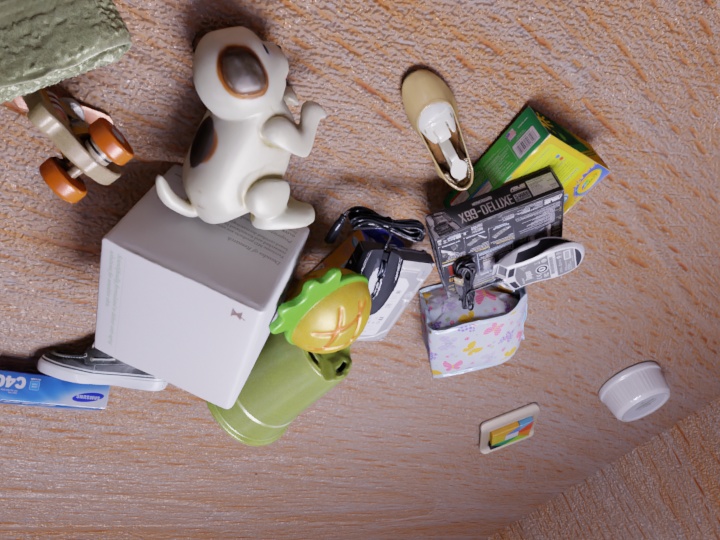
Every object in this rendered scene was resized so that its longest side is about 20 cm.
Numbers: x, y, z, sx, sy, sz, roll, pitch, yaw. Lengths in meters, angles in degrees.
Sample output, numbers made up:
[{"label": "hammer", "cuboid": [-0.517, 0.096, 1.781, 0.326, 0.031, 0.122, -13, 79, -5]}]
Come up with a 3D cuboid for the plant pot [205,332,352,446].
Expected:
[{"label": "plant pot", "cuboid": [-0.118, 0.148, 0.931, 0.189, 0.203, 0.198, -32, 142, 31]}]

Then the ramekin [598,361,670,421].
[{"label": "ramekin", "cuboid": [0.821, 0.367, 1.749, 0.198, 0.095, 0.204, -13, 140, -11]}]

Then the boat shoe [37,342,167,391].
[{"label": "boat shoe", "cuboid": [-0.397, 0.138, 0.922, 0.196, 0.072, 0.073, 8, 91, -10]}]

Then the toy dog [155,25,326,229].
[{"label": "toy dog", "cuboid": [-0.136, -0.164, 0.653, 0.190, 0.140, 0.203, -8, 128, -24]}]

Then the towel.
[{"label": "towel", "cuboid": [-0.312, -0.220, 0.503, 0.197, 0.151, 0.036, -23, -175, -5]}]

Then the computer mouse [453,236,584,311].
[{"label": "computer mouse", "cuboid": [0.234, -0.006, 0.885, 0.196, 0.044, 0.110, -19, 140, 10]}]

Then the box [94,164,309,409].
[{"label": "box", "cuboid": [-0.199, 0.022, 0.743, 0.197, 0.173, 0.201, 24, 130, -4]}]

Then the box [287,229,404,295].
[{"label": "box", "cuboid": [-0.013, 0.012, 0.982, 0.199, 0.042, 0.118, -39, 138, 23]}]

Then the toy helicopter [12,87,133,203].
[{"label": "toy helicopter", "cuboid": [-0.313, -0.171, 0.583, 0.078, 0.132, 0.201, -37, 117, 1]}]

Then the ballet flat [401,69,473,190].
[{"label": "ballet flat", "cuboid": [0.115, -0.184, 0.798, 0.068, 0.064, 0.200, -30, 141, 10]}]

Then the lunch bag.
[{"label": "lunch bag", "cuboid": [0.218, 0.102, 1.132, 0.196, 0.129, 0.171, -11, 139, 2]}]

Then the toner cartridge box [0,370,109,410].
[{"label": "toner cartridge box", "cuboid": [-0.506, 0.187, 0.912, 0.198, 0.044, 0.094, 17, 158, -38]}]

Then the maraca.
[{"label": "maraca", "cuboid": [-0.050, 0.050, 0.781, 0.137, 0.107, 0.200, -44, 161, 4]}]

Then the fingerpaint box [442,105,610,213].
[{"label": "fingerpaint box", "cuboid": [0.255, -0.131, 0.917, 0.165, 0.074, 0.200, 14, 131, -36]}]

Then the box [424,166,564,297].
[{"label": "box", "cuboid": [0.206, -0.051, 0.890, 0.197, 0.050, 0.159, -21, 143, 3]}]

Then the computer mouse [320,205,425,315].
[{"label": "computer mouse", "cuboid": [0.000, 0.000, 0.855, 0.138, 0.047, 0.201, 15, 127, -24]}]

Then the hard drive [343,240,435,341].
[{"label": "hard drive", "cuboid": [0.019, 0.042, 0.972, 0.137, 0.038, 0.201, 6, 132, -31]}]

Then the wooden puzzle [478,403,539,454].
[{"label": "wooden puzzle", "cuboid": [0.440, 0.477, 1.739, 0.182, 0.038, 0.202, -20, 141, -3]}]
